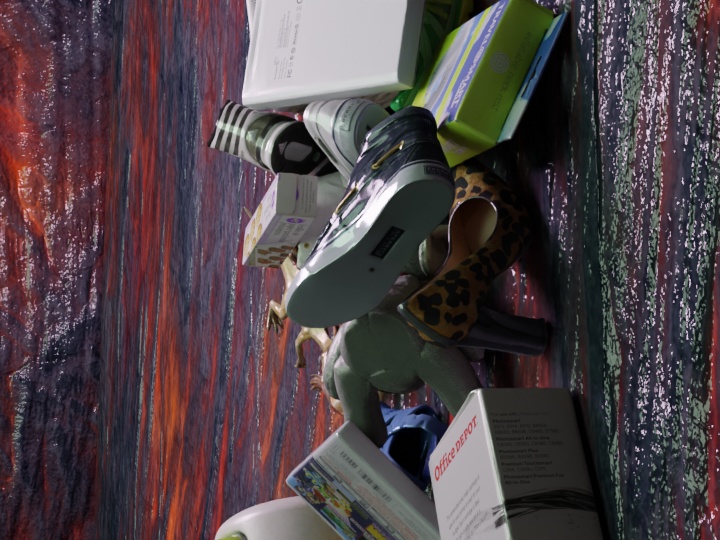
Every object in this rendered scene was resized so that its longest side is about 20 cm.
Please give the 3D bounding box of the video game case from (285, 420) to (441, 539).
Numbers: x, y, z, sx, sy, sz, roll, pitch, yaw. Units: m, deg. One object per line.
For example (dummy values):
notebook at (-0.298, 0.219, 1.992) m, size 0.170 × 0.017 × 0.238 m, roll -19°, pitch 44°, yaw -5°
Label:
video game case at (0.031, 0.229, 1.582) m, size 0.200 × 0.023 × 0.182 m, roll 44°, pitch 155°, yaw 1°

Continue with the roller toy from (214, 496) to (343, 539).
roller toy at (-0.051, 0.317, 1.800) m, size 0.182 × 0.198 × 0.141 m, roll 47°, pitch -149°, yaw -61°

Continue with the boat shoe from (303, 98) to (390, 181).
boat shoe at (0.016, -0.104, 1.606) m, size 0.074 × 0.066 × 0.200 m, roll -63°, pitch -33°, yaw -15°

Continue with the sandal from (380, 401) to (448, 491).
sandal at (0.043, 0.163, 1.698) m, size 0.087 × 0.079 × 0.200 m, roll -49°, pitch 16°, yaw 4°

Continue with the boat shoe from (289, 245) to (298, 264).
boat shoe at (-0.041, -0.032, 1.812) m, size 0.200 × 0.068 × 0.075 m, roll -149°, pitch 58°, yaw -62°

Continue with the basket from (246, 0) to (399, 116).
basket at (-0.023, -0.253, 1.736) m, size 0.135 × 0.123 × 0.202 m, roll -25°, pitch 60°, yaw 36°

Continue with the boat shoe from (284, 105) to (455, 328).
boat shoe at (0.006, -0.040, 1.449) m, size 0.200 × 0.070 × 0.091 m, roll -46°, pitch 35°, yaw 33°

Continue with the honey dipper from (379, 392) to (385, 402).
honey dipper at (0.019, 0.133, 1.818) m, size 0.038 × 0.038 × 0.202 m, roll -114°, pitch 26°, yaw -53°

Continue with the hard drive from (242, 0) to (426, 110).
hard drive at (-0.024, -0.220, 1.620) m, size 0.199 × 0.027 × 0.133 m, roll -3°, pitch 75°, yaw 44°

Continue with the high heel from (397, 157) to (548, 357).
high heel at (0.072, -0.025, 1.447) m, size 0.071 × 0.142 × 0.202 m, roll -43°, pitch 49°, yaw 38°

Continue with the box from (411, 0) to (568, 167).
box at (0.094, -0.152, 1.480) m, size 0.123 × 0.047 × 0.200 m, roll -65°, pitch 13°, yaw -12°

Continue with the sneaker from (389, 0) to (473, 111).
sneaker at (0.056, -0.234, 1.614) m, size 0.074 × 0.083 × 0.202 m, roll 153°, pitch 116°, yaw -71°

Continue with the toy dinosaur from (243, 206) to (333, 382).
toy dinosaur at (-0.059, 0.031, 1.801) m, size 0.201 × 0.058 × 0.101 m, roll 62°, pitch 156°, yaw 22°

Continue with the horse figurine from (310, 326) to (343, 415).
horse figurine at (-0.017, 0.094, 1.878) m, size 0.201 × 0.049 × 0.134 m, roll 99°, pitch 160°, yaw -54°

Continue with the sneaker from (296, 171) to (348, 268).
sneaker at (0.000, 0.000, 1.695) m, size 0.074 × 0.114 × 0.202 m, roll 51°, pitch -155°, yaw -79°

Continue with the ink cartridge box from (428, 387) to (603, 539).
ink cartridge box at (0.123, 0.209, 1.388) m, size 0.146 × 0.083 × 0.202 m, roll 117°, pitch 149°, yaw -57°

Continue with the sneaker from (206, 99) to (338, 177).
sneaker at (-0.077, -0.128, 1.762) m, size 0.076 × 0.115 × 0.200 m, roll -64°, pitch -25°, yaw 2°

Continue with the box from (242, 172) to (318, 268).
box at (-0.077, -0.044, 1.672) m, size 0.200 × 0.038 × 0.042 m, roll 134°, pitch 140°, yaw -73°

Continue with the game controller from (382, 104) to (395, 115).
game controller at (0.024, -0.064, 1.785) m, size 0.105 × 0.042 × 0.202 m, roll -113°, pitch 28°, yaw -52°

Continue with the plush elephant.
plush elephant at (0.042, 0.044, 1.578) m, size 0.164 × 0.155 × 0.201 m, roll -22°, pitch 103°, yaw 31°
